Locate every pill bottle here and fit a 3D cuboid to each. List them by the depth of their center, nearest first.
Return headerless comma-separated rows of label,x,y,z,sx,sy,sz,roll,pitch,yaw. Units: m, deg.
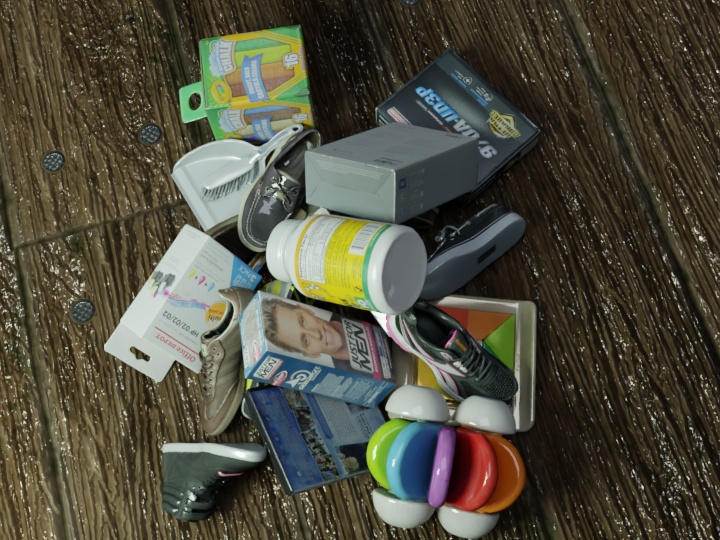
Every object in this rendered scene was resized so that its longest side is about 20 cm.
pill bottle,-0.023,-0.013,1.278,0.198,0.113,0.114,11,66,36

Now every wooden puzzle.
wooden puzzle,0.141,0.120,1.355,0.197,0.037,0.187,4,69,4

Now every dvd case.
dvd case,-0.044,0.202,1.274,0.199,0.018,0.144,-5,59,-43

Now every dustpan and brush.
dustpan and brush,-0.169,-0.154,1.462,0.199,0.057,0.140,-30,70,-12

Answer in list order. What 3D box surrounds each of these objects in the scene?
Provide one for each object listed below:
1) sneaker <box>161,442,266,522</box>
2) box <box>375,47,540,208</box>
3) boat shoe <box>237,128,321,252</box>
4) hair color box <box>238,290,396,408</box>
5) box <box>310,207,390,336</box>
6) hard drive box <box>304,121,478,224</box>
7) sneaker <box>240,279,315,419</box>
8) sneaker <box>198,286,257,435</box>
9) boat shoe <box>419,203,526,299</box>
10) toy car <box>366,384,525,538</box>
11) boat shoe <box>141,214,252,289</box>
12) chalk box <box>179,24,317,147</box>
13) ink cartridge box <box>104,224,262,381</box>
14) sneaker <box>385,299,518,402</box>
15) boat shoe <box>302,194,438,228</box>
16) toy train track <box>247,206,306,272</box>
sneaker,-0.186,0.269,1.255,0.199,0.070,0.101,-12,72,45
box,0.144,-0.215,1.482,0.159,0.046,0.200,-39,73,-12
boat shoe,-0.110,-0.120,1.390,0.072,0.065,0.201,33,62,-13
hair color box,-0.055,0.105,1.287,0.198,0.061,0.101,17,40,-30
box,0.000,0.000,1.365,0.039,0.041,0.201,-39,80,15
hard drive box,0.045,-0.137,1.356,0.155,0.078,0.199,17,29,36
sneaker,-0.124,0.107,1.363,0.076,0.075,0.202,5,68,38
sneaker,-0.189,0.117,1.320,0.075,0.070,0.202,19,90,-30
boat shoe,0.140,-0.034,1.393,0.199,0.074,0.068,-36,54,-18
toy car,0.108,0.241,1.224,0.197,0.150,0.177,11,89,-5
boat shoe,-0.232,-0.021,1.409,0.199,0.072,0.076,-37,39,-11
chalk box,-0.173,-0.268,1.473,0.197,0.124,0.126,-9,68,-2
ink cartridge box,-0.237,0.056,1.332,0.068,0.115,0.201,25,80,48
sneaker,0.122,0.109,1.286,0.199,0.086,0.081,33,73,-4
boat shoe,0.012,-0.076,1.421,0.199,0.072,0.061,7,70,12
toy train track,-0.140,-0.003,1.410,0.201,0.033,0.114,-51,34,-7
